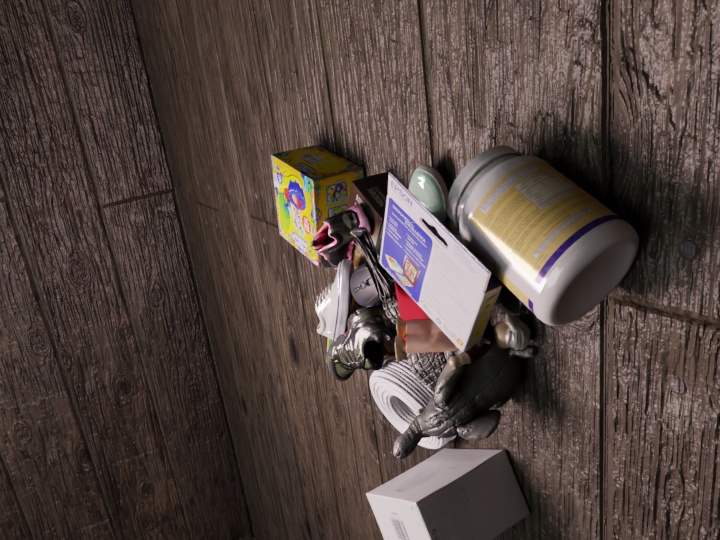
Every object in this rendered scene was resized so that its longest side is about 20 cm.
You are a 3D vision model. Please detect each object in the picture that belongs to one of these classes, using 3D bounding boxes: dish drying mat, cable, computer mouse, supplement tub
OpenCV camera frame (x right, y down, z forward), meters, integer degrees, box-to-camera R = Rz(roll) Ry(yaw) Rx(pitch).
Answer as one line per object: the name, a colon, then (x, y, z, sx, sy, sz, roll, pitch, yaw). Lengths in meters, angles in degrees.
dish drying mat: (0.091, 0.040, 0.935, 0.076, 0.018, 0.202, 10, 119, 41)
cable: (0.104, 0.261, 1.121, 0.201, 0.069, 0.199, 57, 152, -12)
computer mouse: (0.000, 0.000, 1.009, 0.200, 0.046, 0.142, 152, 97, -79)
supplement tub: (0.213, -0.048, 0.702, 0.200, 0.144, 0.146, 51, 146, 36)

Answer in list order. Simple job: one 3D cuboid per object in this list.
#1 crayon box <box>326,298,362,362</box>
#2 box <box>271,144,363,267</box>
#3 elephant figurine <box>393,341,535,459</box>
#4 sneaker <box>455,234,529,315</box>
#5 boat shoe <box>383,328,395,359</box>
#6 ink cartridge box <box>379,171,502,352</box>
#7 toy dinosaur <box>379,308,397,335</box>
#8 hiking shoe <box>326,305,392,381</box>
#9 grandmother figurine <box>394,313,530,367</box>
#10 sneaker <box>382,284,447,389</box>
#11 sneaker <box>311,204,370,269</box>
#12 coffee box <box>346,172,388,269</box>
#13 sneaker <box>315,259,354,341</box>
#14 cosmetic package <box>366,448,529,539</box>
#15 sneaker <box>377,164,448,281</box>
crayon box: (-0.030, 0.096, 1.264, 0.050, 0.127, 0.201, 13, 128, 11)
box: (-0.090, -0.144, 1.240, 0.200, 0.121, 0.194, 36, 137, 49)
elephant figurine: (0.155, 0.203, 0.878, 0.141, 0.200, 0.156, 22, 134, 32)
sneaker: (0.172, 0.017, 0.880, 0.200, 0.086, 0.081, 34, 136, 50)
boat shoe: (0.030, 0.164, 1.206, 0.076, 0.071, 0.200, 58, 165, 3)
ink cartridge box: (0.105, -0.013, 0.786, 0.198, 0.047, 0.201, 49, 154, 27)
toy dinosaur: (0.099, 0.140, 1.135, 0.201, 0.047, 0.088, 59, 165, 23)
hiking shoe: (-0.004, 0.165, 1.120, 0.101, 0.075, 0.201, 59, 138, 36)
grandmother figurine: (0.155, 0.096, 0.871, 0.061, 0.198, 0.122, 70, -158, -56)
sneaker: (0.117, 0.115, 1.032, 0.076, 0.090, 0.201, -32, 70, 29)
sneaker: (-0.056, -0.054, 1.082, 0.079, 0.095, 0.200, 63, 153, 15)
coffee box: (0.025, -0.071, 1.110, 0.115, 0.079, 0.201, 53, 147, 32)
sneaker: (-0.054, 0.062, 1.124, 0.073, 0.070, 0.201, -74, -5, -54)
cosmetic package: (0.152, 0.416, 1.027, 0.124, 0.199, 0.199, 67, 153, 5)
sneaker: (0.082, -0.068, 0.950, 0.073, 0.118, 0.202, 30, 137, 29)
